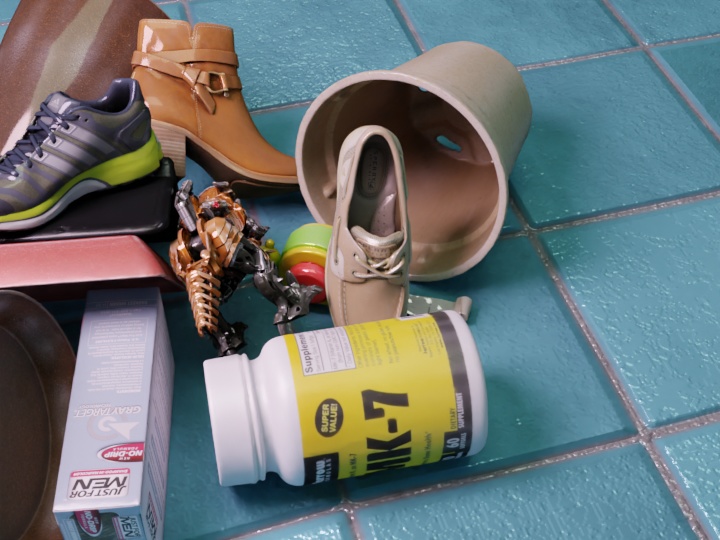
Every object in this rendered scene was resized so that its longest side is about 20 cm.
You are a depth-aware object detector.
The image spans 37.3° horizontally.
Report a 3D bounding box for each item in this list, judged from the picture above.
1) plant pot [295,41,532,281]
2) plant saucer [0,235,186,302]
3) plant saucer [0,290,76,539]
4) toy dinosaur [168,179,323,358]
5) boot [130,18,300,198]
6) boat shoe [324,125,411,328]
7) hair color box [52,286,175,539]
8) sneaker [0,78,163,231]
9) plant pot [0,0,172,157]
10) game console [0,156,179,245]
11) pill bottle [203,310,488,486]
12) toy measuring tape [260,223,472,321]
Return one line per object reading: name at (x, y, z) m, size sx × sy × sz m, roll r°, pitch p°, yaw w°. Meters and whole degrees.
plant pot at (0.070, -0.122, 0.991) m, size 0.200 × 0.201 × 0.184 m, roll 19°, pitch 38°, yaw 17°
plant saucer at (-0.248, 0.002, 0.859) m, size 0.200 × 0.200 × 0.037 m, roll -4°, pitch 86°, yaw -5°
plant saucer at (-0.250, 0.115, 0.740) m, size 0.034 × 0.200 × 0.200 m, roll -7°, pitch 44°, yaw 13°
toy dinosaur at (-0.116, 0.000, 0.859) m, size 0.102 × 0.136 × 0.200 m, roll -18°, pitch 27°, yaw 31°
boot at (-0.123, -0.152, 1.006) m, size 0.200 × 0.074 × 0.155 m, roll 6°, pitch 78°, yaw -33°
boat shoe at (0.009, -0.019, 0.879) m, size 0.072 × 0.200 × 0.065 m, roll 2°, pitch 7°, yaw -5°
hair color box at (-0.179, 0.118, 0.798) m, size 0.061 × 0.099 × 0.200 m, roll -3°, pitch 45°, yaw -3°
sneaker at (-0.244, -0.095, 0.835) m, size 0.074 × 0.081 × 0.200 m, roll 21°, pitch 39°, yaw 32°
plant pot at (-0.283, -0.153, 1.024) m, size 0.187 × 0.187 × 0.200 m, roll 13°, pitch 57°, yaw 12°
game console at (-0.255, -0.029, 0.908) m, size 0.200 × 0.176 × 0.116 m, roll -4°, pitch 60°, yaw -5°
pill bottle at (-0.013, 0.100, 0.809) m, size 0.200 × 0.114 × 0.114 m, roll -9°, pitch 46°, yaw -8°
toy measuring tape at (0.000, 0.000, 0.937) m, size 0.200 × 0.074 × 0.074 m, roll 11°, pitch 46°, yaw 11°
